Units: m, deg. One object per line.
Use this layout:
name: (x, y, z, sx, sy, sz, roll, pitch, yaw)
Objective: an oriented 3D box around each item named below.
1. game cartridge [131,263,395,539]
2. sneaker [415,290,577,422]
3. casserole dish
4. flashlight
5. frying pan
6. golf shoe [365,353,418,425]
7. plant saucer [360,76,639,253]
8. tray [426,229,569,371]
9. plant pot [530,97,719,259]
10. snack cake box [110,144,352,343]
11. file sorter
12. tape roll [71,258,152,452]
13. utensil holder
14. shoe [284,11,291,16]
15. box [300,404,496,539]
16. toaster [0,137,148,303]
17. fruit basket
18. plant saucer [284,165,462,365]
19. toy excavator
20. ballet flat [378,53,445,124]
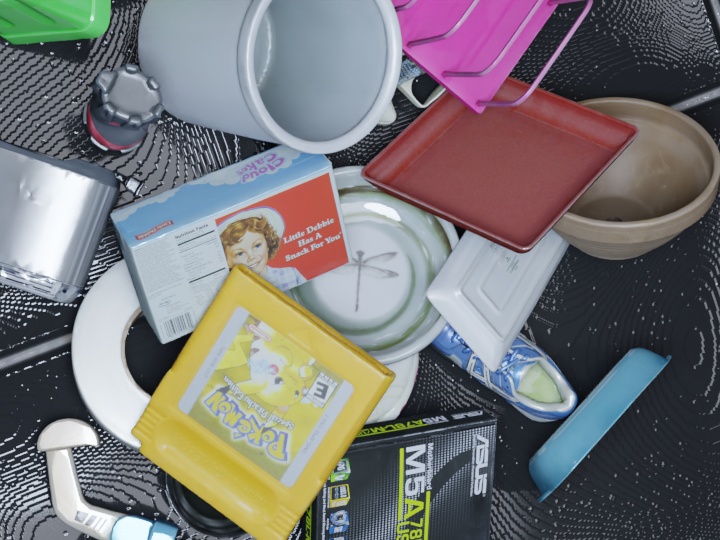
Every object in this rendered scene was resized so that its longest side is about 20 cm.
game cartridge: (-0.092, 0.125, 1.508, 0.176, 0.032, 0.201, 35, 103, 6)
sneaker: (0.138, 0.080, 1.665, 0.199, 0.077, 0.076, 34, 83, -10)
casserole dish: (0.233, 0.147, 1.672, 0.039, 0.121, 0.200, 41, 79, 8)
flashlight: (-0.212, -0.145, 1.515, 0.067, 0.200, 0.068, -20, 95, -15)
frying pan: (-0.152, 0.168, 1.610, 0.115, 0.031, 0.191, -32, 89, -21)
golf shoe: (-0.015, 0.125, 1.605, 0.200, 0.075, 0.092, -53, 139, -21)
plant saucer: (0.135, -0.102, 1.614, 0.200, 0.199, 0.037, -44, 144, -32)
tray: (0.144, -0.005, 1.645, 0.107, 0.022, 0.200, 47, 50, -15)
plant pot: (0.256, -0.077, 1.668, 0.199, 0.201, 0.093, -19, 134, -14)
snack cake box: (-0.115, -0.030, 1.530, 0.199, 0.067, 0.116, -23, 127, -13)
file sorter: (0.097, -0.263, 1.564, 0.200, 0.125, 0.139, 38, 83, -17)
tape roll: (-0.175, 0.076, 1.589, 0.201, 0.037, 0.205, 2, 81, -10)
utensil holder: (-0.088, -0.203, 1.524, 0.169, 0.199, 0.172, -10, 106, -37)
shoe: (0.020, -0.274, 1.648, 0.198, 0.071, 0.092, 8, 89, -9)
box: (0.036, 0.241, 1.605, 0.192, 0.047, 0.202, -6, 110, -24)
toaster: (-0.306, -0.051, 1.530, 0.198, 0.114, 0.130, 18, 89, -5)
fruit basket: (-0.265, -0.313, 1.556, 0.215, 0.154, 0.218, -2, 93, -57)
plant saucer: (0.000, 0.000, 1.631, 0.198, 0.050, 0.202, 2, 73, -7)
toy excavator: (-0.228, 0.255, 1.566, 0.198, 0.100, 0.196, 18, 83, -5)
ballet flat: (0.034, -0.183, 1.649, 0.199, 0.074, 0.075, -30, 96, -11)
